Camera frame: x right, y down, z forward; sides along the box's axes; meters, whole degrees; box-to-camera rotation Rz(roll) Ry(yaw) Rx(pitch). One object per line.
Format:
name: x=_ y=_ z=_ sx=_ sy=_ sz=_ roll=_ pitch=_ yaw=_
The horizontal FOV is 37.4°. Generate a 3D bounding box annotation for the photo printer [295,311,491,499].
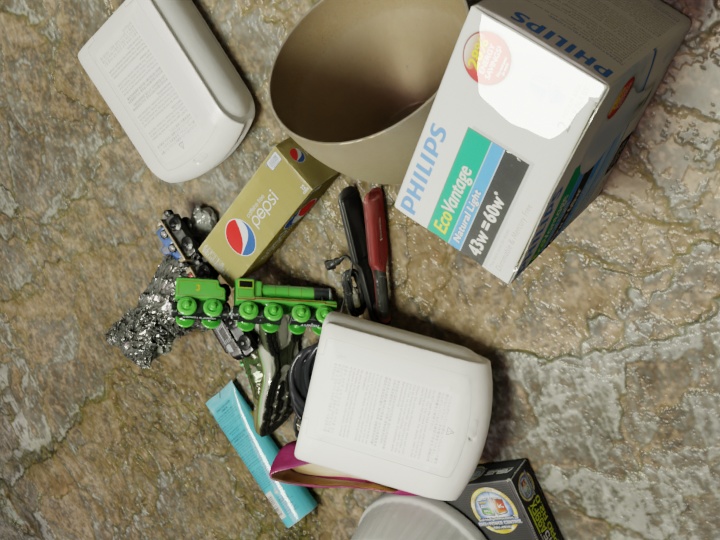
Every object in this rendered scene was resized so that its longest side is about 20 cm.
photo printer: x=0.041 y=0.149 z=1.151 sx=0.197 sy=0.069 sz=0.169 roll=14 pitch=97 yaw=10

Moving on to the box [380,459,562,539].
box: x=0.137 y=0.311 z=1.247 sx=0.198 sy=0.044 sz=0.162 roll=-16 pitch=104 yaw=41

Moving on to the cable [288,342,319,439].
cable: x=0.005 y=0.165 z=1.269 sx=0.197 sy=0.051 sz=0.166 roll=22 pitch=118 yaw=21

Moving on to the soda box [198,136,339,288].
soda box: x=-0.104 y=-0.068 z=1.201 sx=0.064 sy=0.068 sz=0.200 roll=48 pitch=132 yaw=4

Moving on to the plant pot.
plant pot: x=0.031 y=-0.159 z=0.993 sx=0.198 sy=0.203 sz=0.135 roll=8 pitch=153 yaw=33

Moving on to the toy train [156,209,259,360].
toy train: x=-0.185 y=0.017 z=1.258 sx=0.046 sy=0.034 sz=0.202 roll=-35 pitch=80 yaw=21

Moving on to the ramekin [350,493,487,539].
ramekin: x=0.063 y=0.367 z=1.240 sx=0.200 sy=0.094 sz=0.205 roll=18 pitch=124 yaw=28

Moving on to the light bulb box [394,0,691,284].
light bulb box: x=0.152 y=-0.131 z=0.889 sx=0.124 sy=0.200 sz=0.200 roll=34 pitch=130 yaw=16

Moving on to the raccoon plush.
raccoon plush: x=-0.249 y=0.022 z=1.312 sx=0.096 sy=0.134 sz=0.203 roll=22 pitch=125 yaw=26

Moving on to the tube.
tube: x=-0.134 y=0.244 z=1.412 sx=0.077 sy=0.050 sz=0.201 roll=-40 pitch=83 yaw=38

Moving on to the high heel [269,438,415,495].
high heel: x=-0.004 y=0.233 z=1.212 sx=0.197 sy=0.096 sz=0.068 roll=17 pitch=119 yaw=21

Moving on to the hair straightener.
hair straightener: x=0.000 y=0.000 z=1.189 sx=0.076 sy=0.041 sz=0.203 roll=9 pitch=123 yaw=33

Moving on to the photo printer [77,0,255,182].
photo printer: x=-0.215 y=-0.207 z=1.206 sx=0.165 sy=0.069 sz=0.202 roll=-30 pitch=95 yaw=42

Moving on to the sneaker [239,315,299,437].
sneaker: x=-0.122 y=0.108 z=1.319 sx=0.088 sy=0.076 sz=0.203 roll=23 pitch=119 yaw=37

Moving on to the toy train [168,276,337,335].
toy train: x=-0.120 y=0.038 z=1.217 sx=0.196 sy=0.057 sz=0.042 roll=4 pitch=148 yaw=-12
